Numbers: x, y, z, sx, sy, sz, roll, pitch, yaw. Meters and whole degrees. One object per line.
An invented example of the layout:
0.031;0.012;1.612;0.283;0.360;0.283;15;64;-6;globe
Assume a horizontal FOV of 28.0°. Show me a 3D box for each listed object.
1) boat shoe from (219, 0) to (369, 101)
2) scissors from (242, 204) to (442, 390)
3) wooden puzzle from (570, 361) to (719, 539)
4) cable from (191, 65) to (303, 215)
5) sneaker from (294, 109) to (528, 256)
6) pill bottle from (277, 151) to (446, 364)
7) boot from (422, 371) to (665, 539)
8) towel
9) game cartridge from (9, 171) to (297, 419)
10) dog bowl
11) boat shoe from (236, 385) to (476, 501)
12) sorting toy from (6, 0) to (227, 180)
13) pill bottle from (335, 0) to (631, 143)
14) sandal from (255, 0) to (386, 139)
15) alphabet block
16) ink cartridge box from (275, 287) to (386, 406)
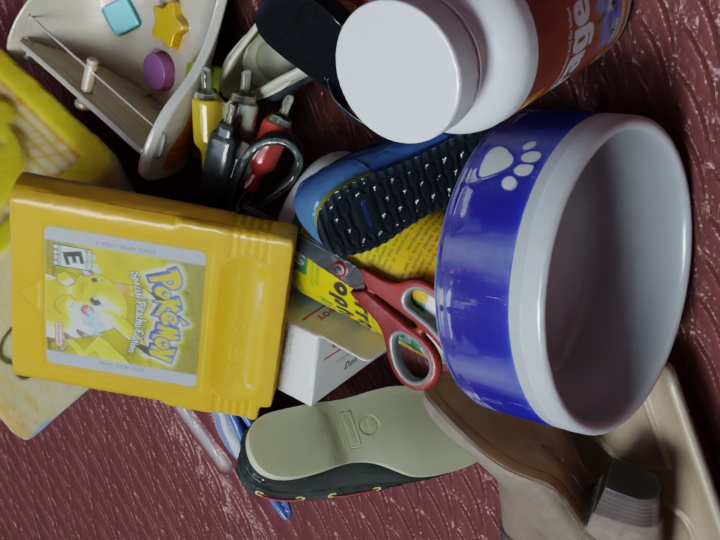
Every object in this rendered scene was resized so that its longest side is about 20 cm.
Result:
-0.030;-0.184;1.038;0.200;0.063;0.071;-34;89;42;boat shoe
0.000;0.000;1.000;0.200;0.014;0.073;47;122;16;scissors
0.183;0.152;1.071;0.200;0.046;0.186;-8;108;45;wooden puzzle
-0.097;-0.048;1.073;0.097;0.050;0.201;20;115;8;cable
0.050;-0.073;0.984;0.078;0.199;0.066;-124;17;-60;sneaker
0.045;-0.001;1.045;0.200;0.113;0.113;27;128;24;pill bottle
0.124;0.164;1.029;0.200;0.070;0.146;28;142;14;boot
-0.111;0.122;1.220;0.147;0.024;0.200;66;170;-13;towel
-0.153;0.024;1.043;0.199;0.032;0.177;11;128;2;game cartridge
0.133;-0.001;0.916;0.079;0.200;0.201;11;120;37;dog bowl
0.002;0.137;1.124;0.063;0.201;0.074;122;140;-58;boat shoe
-0.158;-0.196;1.113;0.200;0.107;0.180;41;117;32;sorting toy
0.076;-0.150;0.878;0.112;0.200;0.113;19;124;30;pill bottle
0.011;-0.125;1.008;0.200;0.043;0.076;31;136;-12;sandal
-0.286;-0.023;1.170;0.196;0.195;0.200;38;163;32;alphabet block
-0.050;0.035;1.135;0.200;0.117;0.068;25;123;26;ink cartridge box
